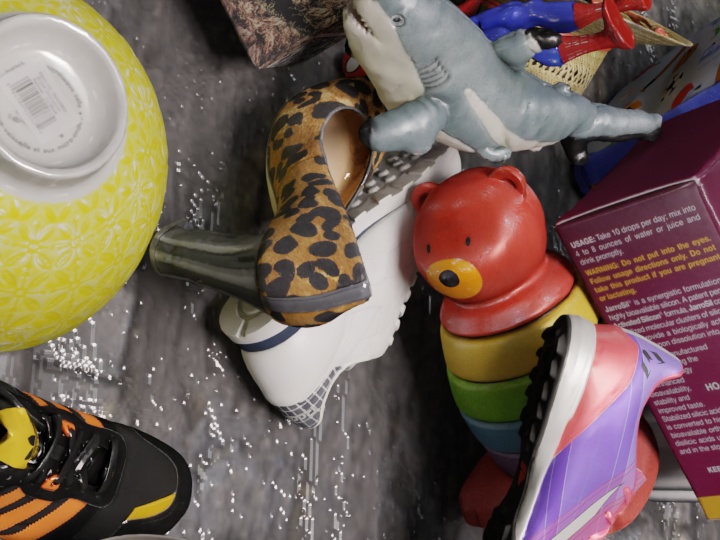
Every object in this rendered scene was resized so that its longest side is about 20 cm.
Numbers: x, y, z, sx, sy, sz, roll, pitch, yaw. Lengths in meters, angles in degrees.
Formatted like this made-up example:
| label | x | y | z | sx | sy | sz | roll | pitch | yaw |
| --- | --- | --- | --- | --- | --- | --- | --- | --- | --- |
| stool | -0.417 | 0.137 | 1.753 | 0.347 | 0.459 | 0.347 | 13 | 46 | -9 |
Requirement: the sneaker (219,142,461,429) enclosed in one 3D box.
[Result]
| label | x | y | z | sx | sy | sz | roll | pitch | yaw |
| --- | --- | --- | --- | --- | --- | --- | --- | --- | --- |
| sneaker | 0.000 | 0.000 | 0.804 | 0.200 | 0.076 | 0.081 | -47 | 117 | -31 |

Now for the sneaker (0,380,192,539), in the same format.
| label | x | y | z | sx | sy | sz | roll | pitch | yaw |
| --- | --- | --- | --- | --- | --- | --- | --- | --- | --- |
| sneaker | -0.158 | 0.091 | 0.644 | 0.198 | 0.090 | 0.071 | 18 | 67 | -30 |

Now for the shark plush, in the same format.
| label | x | y | z | sx | sy | sz | roll | pitch | yaw |
| --- | --- | --- | --- | --- | --- | --- | --- | --- | --- |
| shark plush | 0.078 | -0.097 | 0.735 | 0.198 | 0.084 | 0.091 | 23 | 38 | -12 |

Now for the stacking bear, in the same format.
| label | x | y | z | sx | sy | sz | roll | pitch | yaw |
| --- | --- | --- | --- | --- | --- | --- | --- | --- | --- |
| stacking bear | 0.091 | 0.036 | 0.788 | 0.114 | 0.120 | 0.202 | -44 | 119 | -41 |

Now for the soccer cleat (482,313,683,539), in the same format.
| label | x | y | z | sx | sy | sz | roll | pitch | yaw |
| --- | --- | --- | --- | --- | --- | --- | --- | --- | --- |
| soccer cleat | 0.109 | 0.126 | 0.720 | 0.072 | 0.068 | 0.203 | 14 | 100 | -4 |

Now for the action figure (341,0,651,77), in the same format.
| label | x | y | z | sx | sy | sz | roll | pitch | yaw |
| --- | --- | --- | --- | --- | --- | --- | --- | --- | --- |
| action figure | 0.068 | -0.138 | 0.806 | 0.052 | 0.198 | 0.066 | 50 | 47 | -31 |

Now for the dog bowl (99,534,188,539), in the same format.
| label | x | y | z | sx | sy | sz | roll | pitch | yaw |
| --- | --- | --- | --- | --- | --- | --- | --- | --- | --- |
| dog bowl | -0.090 | 0.222 | 0.606 | 0.059 | 0.197 | 0.203 | 45 | 44 | -65 |

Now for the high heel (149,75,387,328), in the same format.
| label | x | y | z | sx | sy | sz | roll | pitch | yaw |
| --- | --- | --- | --- | --- | --- | --- | --- | --- | --- |
| high heel | 0.001 | -0.042 | 0.722 | 0.200 | 0.141 | 0.072 | -42 | 128 | -32 |

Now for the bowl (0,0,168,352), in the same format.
| label | x | y | z | sx | sy | sz | roll | pitch | yaw |
| --- | --- | --- | --- | --- | --- | --- | --- | --- | --- |
| bowl | -0.170 | -0.069 | 0.671 | 0.198 | 0.107 | 0.203 | 11 | 70 | -32 |

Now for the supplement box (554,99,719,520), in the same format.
| label | x | y | z | sx | sy | sz | roll | pitch | yaw |
| --- | --- | --- | --- | --- | --- | --- | --- | --- | --- |
| supplement box | 0.218 | 0.018 | 0.771 | 0.131 | 0.103 | 0.202 | -40 | 104 | -40 |

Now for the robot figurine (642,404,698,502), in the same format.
| label | x | y | z | sx | sy | sz | roll | pitch | yaw |
| --- | --- | --- | --- | --- | --- | --- | --- | --- | --- |
| robot figurine | 0.214 | 0.048 | 0.905 | 0.170 | 0.111 | 0.203 | 50 | 41 | -66 |

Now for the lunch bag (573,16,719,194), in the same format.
| label | x | y | z | sx | sy | sz | roll | pitch | yaw |
| --- | --- | --- | --- | --- | --- | --- | --- | --- | --- |
| lunch bag | 0.262 | -0.114 | 0.952 | 0.199 | 0.169 | 0.125 | -24 | 86 | -38 |

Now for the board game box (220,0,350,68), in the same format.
| label | x | y | z | sx | sy | sz | roll | pitch | yaw |
| --- | --- | --- | --- | --- | --- | --- | --- | --- | --- |
| board game box | 0.000 | -0.233 | 0.771 | 0.161 | 0.198 | 0.097 | 61 | 18 | -4 |

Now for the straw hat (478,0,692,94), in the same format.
| label | x | y | z | sx | sy | sz | roll | pitch | yaw |
| --- | --- | --- | --- | --- | --- | --- | --- | --- | --- |
| straw hat | 0.117 | -0.149 | 0.904 | 0.199 | 0.201 | 0.086 | 14 | 110 | -31 |
